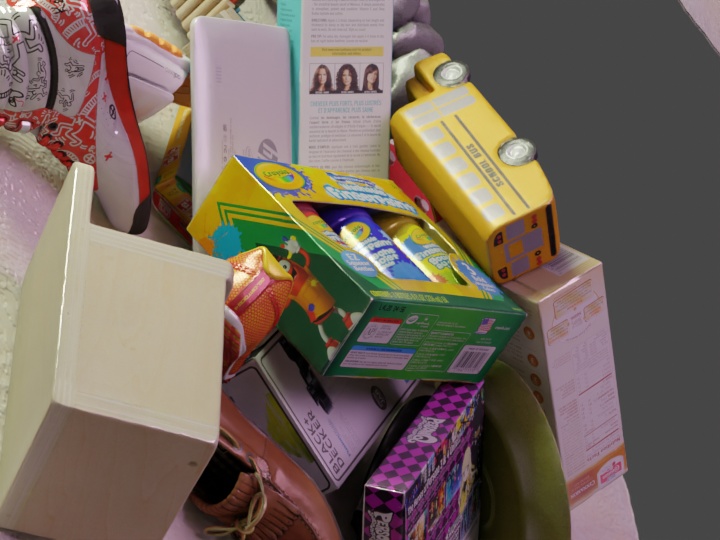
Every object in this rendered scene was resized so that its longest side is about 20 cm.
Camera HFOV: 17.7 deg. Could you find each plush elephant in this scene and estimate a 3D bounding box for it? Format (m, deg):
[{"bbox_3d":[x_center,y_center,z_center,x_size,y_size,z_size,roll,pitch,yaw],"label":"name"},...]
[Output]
[{"bbox_3d":[-0.012,-0.183,1.909,0.164,0.200,0.155,29,72,-11],"label":"plush elephant"}]

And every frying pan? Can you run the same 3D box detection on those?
[{"bbox_3d":[0.013,0.174,1.739,0.191,0.031,0.115,-61,170,-16],"label":"frying pan"}]

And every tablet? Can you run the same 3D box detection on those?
[{"bbox_3d":[-0.086,-0.085,1.721,0.130,0.014,0.201,-1,91,-59],"label":"tablet"}]

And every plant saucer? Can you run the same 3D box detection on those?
[{"bbox_3d":[0.102,0.169,1.788,0.031,0.200,0.201,-10,70,-23],"label":"plant saucer"}]

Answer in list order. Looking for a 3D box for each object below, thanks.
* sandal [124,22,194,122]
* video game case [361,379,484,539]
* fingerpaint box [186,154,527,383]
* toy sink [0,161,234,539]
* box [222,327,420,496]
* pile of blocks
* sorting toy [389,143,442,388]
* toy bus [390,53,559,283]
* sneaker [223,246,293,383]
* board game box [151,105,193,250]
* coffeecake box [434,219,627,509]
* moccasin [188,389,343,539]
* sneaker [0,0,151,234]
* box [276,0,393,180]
[{"bbox_3d":[-0.157,-0.130,1.681,0.206,0.079,0.060,19,69,-47],"label":"sandal"},{"bbox_3d":[0.045,0.196,1.686,0.200,0.036,0.182,-48,144,-61],"label":"video game case"},{"bbox_3d":[0.000,0.000,1.674,0.167,0.074,0.200,46,22,31],"label":"fingerpaint box"},{"bbox_3d":[-0.149,0.055,1.434,0.112,0.131,0.201,15,45,-17],"label":"toy sink"},{"bbox_3d":[-0.036,0.087,1.718,0.117,0.060,0.200,58,27,-7],"label":"box"},{"bbox_3d":[-0.113,-0.231,1.835,0.082,0.062,0.201,18,41,-48],"label":"pile of blocks"},{"bbox_3d":[0.052,-0.010,1.948,0.198,0.069,0.201,22,47,-52],"label":"sorting toy"},{"bbox_3d":[0.085,-0.082,1.786,0.200,0.078,0.065,54,-15,41],"label":"toy bus"},{"bbox_3d":[-0.085,0.028,1.573,0.073,0.077,0.200,49,-16,-8],"label":"sneaker"},{"bbox_3d":[-0.108,-0.083,1.786,0.096,0.030,0.200,48,33,-27],"label":"board game box"},{"bbox_3d":[0.126,0.068,1.830,0.073,0.153,0.201,-30,126,-28],"label":"coffeecake box"},{"bbox_3d":[-0.086,0.143,1.567,0.202,0.073,0.078,55,35,-18],"label":"moccasin"},{"bbox_3d":[-0.210,-0.104,1.587,0.067,0.107,0.202,-129,-153,-51],"label":"sneaker"},{"bbox_3d":[-0.021,-0.158,1.804,0.082,0.049,0.201,-3,100,-27],"label":"box"}]
